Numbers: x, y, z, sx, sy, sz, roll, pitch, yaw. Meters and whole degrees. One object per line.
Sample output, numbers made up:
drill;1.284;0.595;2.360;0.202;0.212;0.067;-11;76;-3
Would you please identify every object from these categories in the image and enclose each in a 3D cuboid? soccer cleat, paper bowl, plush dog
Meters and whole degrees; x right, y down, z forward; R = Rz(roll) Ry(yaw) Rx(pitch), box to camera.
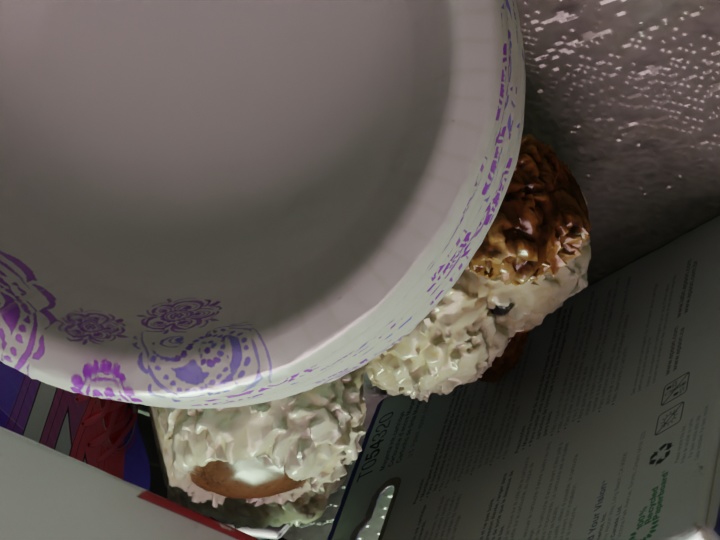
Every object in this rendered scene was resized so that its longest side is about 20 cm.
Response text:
soccer cleat;-0.113;0.031;0.849;0.073;0.069;0.200;-13;136;16
paper bowl;-0.049;-0.058;0.706;0.199;0.202;0.104;-7;172;9
plush dog;0.000;0.000;0.838;0.171;0.162;0.200;-13;170;-6

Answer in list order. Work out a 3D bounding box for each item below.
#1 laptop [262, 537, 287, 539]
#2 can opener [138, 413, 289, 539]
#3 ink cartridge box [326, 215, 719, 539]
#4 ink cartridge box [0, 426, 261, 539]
laptop;-0.073;0.210;1.002;0.199;0.179;0.103;-1;-175;16
can opener;-0.123;0.088;0.984;0.199;0.054;0.067;8;139;-8
ink cartridge box;0.070;0.080;0.861;0.199;0.197;0.043;-32;112;33
ink cartridge box;-0.113;0.155;0.839;0.146;0.083;0.200;24;143;-8
